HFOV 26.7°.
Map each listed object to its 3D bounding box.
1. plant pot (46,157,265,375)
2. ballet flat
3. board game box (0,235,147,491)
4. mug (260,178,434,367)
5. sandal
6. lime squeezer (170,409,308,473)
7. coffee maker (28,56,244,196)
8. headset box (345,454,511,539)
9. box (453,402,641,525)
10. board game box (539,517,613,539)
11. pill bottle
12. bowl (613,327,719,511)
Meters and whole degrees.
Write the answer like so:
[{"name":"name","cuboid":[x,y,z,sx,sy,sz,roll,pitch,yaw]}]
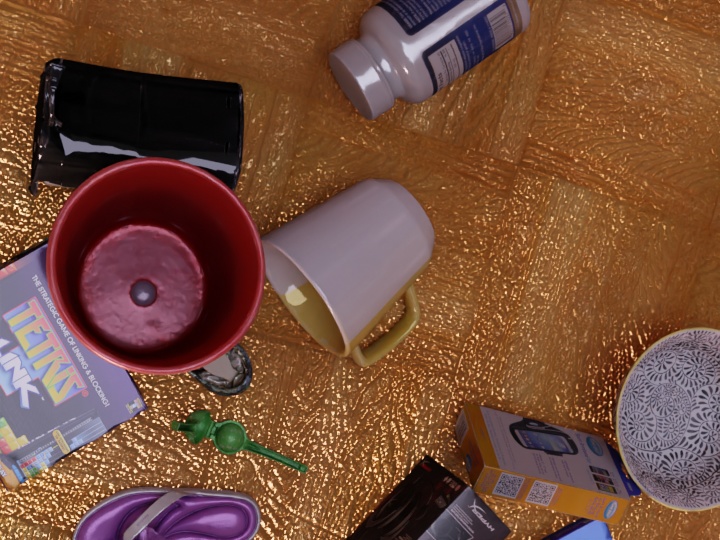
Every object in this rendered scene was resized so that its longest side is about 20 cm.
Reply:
[{"name":"plant pot","cuboid":[-0.200,0.008,1.440,0.198,0.177,0.203,2,81,-13]},{"name":"ballet flat","cuboid":[-0.187,0.059,1.563,0.199,0.074,0.075,36,86,-15]},{"name":"board game box","cuboid":[-0.334,0.093,1.533,0.164,0.057,0.202,-30,102,-9]},{"name":"mug","cuboid":[-0.005,-0.008,1.588,0.153,0.187,0.149,-39,71,-17]},{"name":"sandal","cuboid":[-0.202,0.267,1.589,0.200,0.050,0.084,-9,98,-14]},{"name":"lime squeezer","cuboid":[-0.140,0.172,1.592,0.199,0.070,0.038,27,70,-45]},{"name":"coffee maker","cuboid":[-0.214,-0.127,1.472,0.197,0.192,0.137,5,94,-15]},{"name":"headset box","cuboid":[0.046,0.306,1.609,0.200,0.149,0.077,-44,104,-6]},{"name":"box","cuboid":[0.206,0.213,1.656,0.198,0.119,0.042,17,115,-16]},{"name":"board game box","cuboid":[0.208,0.378,1.699,0.198,0.045,0.136,-25,89,-11]},{"name":"pill bottle","cuboid":[0.069,-0.245,1.578,0.199,0.111,0.112,-35,103,-9]},{"name":"bowl","cuboid":[0.355,0.161,1.702,0.198,0.094,0.204,-1,92,-18]}]
